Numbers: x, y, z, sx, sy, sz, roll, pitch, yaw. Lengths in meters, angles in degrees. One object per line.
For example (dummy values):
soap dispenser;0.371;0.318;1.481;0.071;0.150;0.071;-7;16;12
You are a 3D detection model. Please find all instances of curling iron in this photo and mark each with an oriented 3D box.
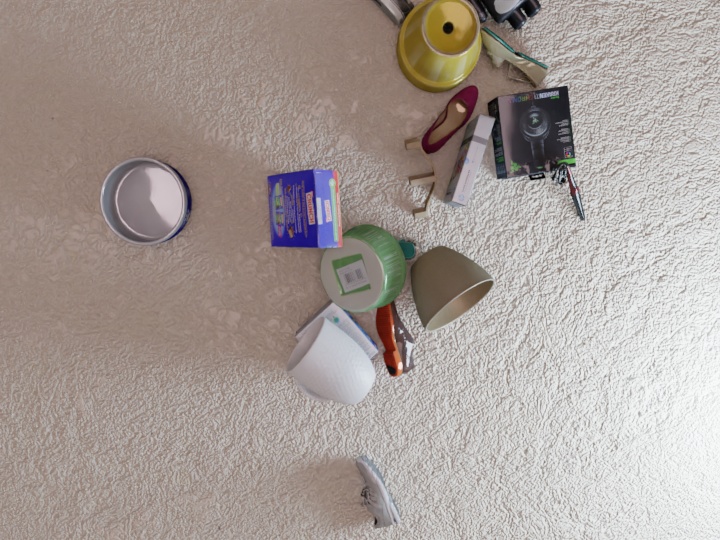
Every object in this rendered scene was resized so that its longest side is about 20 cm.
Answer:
curling iron;0.502;-0.186;1.422;0.049;0.026;0.200;-32;132;15

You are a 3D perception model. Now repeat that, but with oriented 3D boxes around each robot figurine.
robot figurine;0.329;-0.658;1.368;0.150;0.124;0.201;-43;97;-28

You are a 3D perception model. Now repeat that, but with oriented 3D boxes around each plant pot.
plant pot;0.185;-0.523;1.342;0.196;0.189;0.205;0;96;-1

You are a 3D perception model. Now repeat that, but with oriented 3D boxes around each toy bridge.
toy bridge;0.148;-0.217;1.412;0.066;0.027;0.203;-12;122;-1

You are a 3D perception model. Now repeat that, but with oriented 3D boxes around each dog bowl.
dog bowl;-0.504;-0.162;1.406;0.196;0.079;0.205;0;95;-2

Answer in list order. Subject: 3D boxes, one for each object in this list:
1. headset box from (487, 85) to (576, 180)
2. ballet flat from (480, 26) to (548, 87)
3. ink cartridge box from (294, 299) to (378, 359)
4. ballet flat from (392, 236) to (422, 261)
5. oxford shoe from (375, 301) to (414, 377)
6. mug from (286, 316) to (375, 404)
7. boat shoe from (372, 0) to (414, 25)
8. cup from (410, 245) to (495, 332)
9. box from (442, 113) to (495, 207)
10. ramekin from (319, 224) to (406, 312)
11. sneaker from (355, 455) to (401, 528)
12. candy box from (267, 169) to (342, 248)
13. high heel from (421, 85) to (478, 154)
headset box;0.407;-0.317;1.417;0.170;0.093;0.204;-8;97;-1
ballet flat;0.354;-0.498;1.409;0.197;0.069;0.070;26;94;-12
ink cartridge box;-0.048;0.186;1.458;0.136;0.076;0.201;-41;94;3
ballet flat;0.060;-0.053;1.438;0.196;0.071;0.073;8;96;26
oxford shoe;0.088;0.156;1.475;0.071;0.071;0.204;-11;93;-30
mug;-0.073;0.232;1.366;0.174;0.149;0.200;37;125;-12
boat shoe;0.043;-0.670;1.385;0.064;0.071;0.200;-45;103;3
cup;0.197;0.029;1.411;0.199;0.200;0.144;-35;69;1
box;0.249;-0.250;1.387;0.040;0.156;0.204;16;95;-1
ramekin;0.000;0.000;1.388;0.196;0.097;0.204;7;105;27
sneaker;0.030;0.566;1.497;0.081;0.075;0.203;-26;97;-1
candy box;-0.130;-0.138;1.363;0.076;0.198;0.173;-7;98;-38
high heel;0.218;-0.358;1.403;0.067;0.096;0.202;34;93;-1
